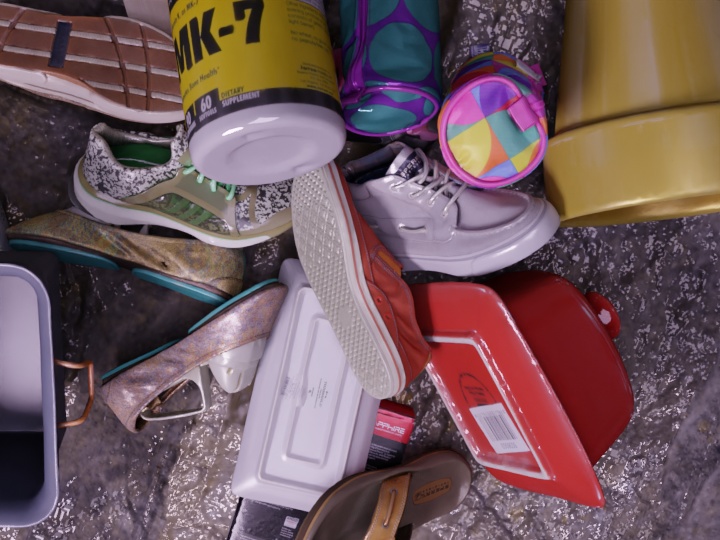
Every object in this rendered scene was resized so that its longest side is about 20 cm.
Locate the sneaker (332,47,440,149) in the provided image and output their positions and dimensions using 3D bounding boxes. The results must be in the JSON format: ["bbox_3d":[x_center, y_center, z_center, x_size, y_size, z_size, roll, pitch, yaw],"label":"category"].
[{"bbox_3d":[-0.031,-0.132,1.119,0.198,0.080,0.096,17,135,-14],"label":"sneaker"}]

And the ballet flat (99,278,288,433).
[{"bbox_3d":[-0.127,0.077,1.135,0.199,0.068,0.068,-30,81,27],"label":"ballet flat"}]

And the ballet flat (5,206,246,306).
[{"bbox_3d":[-0.189,-0.025,1.137,0.197,0.071,0.072,15,101,-4],"label":"ballet flat"}]

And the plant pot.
[{"bbox_3d":[0.233,-0.140,1.062,0.198,0.201,0.192,-7,87,0],"label":"plant pot"}]

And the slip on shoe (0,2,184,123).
[{"bbox_3d":[-0.214,-0.159,1.086,0.197,0.061,0.077,11,79,7],"label":"slip on shoe"}]

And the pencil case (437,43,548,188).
[{"bbox_3d":[0.104,-0.122,1.056,0.087,0.200,0.090,2,107,6],"label":"pencil case"}]

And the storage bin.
[{"bbox_3d":[-0.273,0.075,1.059,0.143,0.134,0.203,1,105,1],"label":"storage bin"}]

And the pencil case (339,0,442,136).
[{"bbox_3d":[0.017,-0.209,1.052,0.084,0.092,0.203,-14,71,35],"label":"pencil case"}]

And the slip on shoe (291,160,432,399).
[{"bbox_3d":[0.000,0.000,1.094,0.061,0.074,0.202,-25,93,-35],"label":"slip on shoe"}]

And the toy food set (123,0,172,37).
[{"bbox_3d":[-0.129,-0.270,1.092,0.142,0.061,0.202,-16,110,2],"label":"toy food set"}]

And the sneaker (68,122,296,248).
[{"bbox_3d":[-0.132,-0.075,1.094,0.197,0.089,0.078,5,57,-9],"label":"sneaker"}]

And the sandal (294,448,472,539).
[{"bbox_3d":[0.025,0.204,1.134,0.198,0.054,0.081,-17,121,-35],"label":"sandal"}]

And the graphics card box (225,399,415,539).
[{"bbox_3d":[-0.041,0.196,1.188,0.124,0.051,0.202,17,99,-5],"label":"graphics card box"}]

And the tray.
[{"bbox_3d":[-0.035,0.099,1.134,0.106,0.022,0.203,13,90,-4],"label":"tray"}]

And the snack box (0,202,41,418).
[{"bbox_3d":[-0.346,0.030,1.144,0.141,0.053,0.202,-17,103,1],"label":"snack box"}]

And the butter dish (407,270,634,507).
[{"bbox_3d":[0.149,0.070,1.119,0.147,0.200,0.201,-32,99,-19],"label":"butter dish"}]

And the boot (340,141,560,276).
[{"bbox_3d":[0.057,-0.053,1.070,0.096,0.199,0.074,54,55,-25],"label":"boot"}]

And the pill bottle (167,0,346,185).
[{"bbox_3d":[-0.080,-0.175,0.994,0.113,0.114,0.203,-11,73,1],"label":"pill bottle"}]
